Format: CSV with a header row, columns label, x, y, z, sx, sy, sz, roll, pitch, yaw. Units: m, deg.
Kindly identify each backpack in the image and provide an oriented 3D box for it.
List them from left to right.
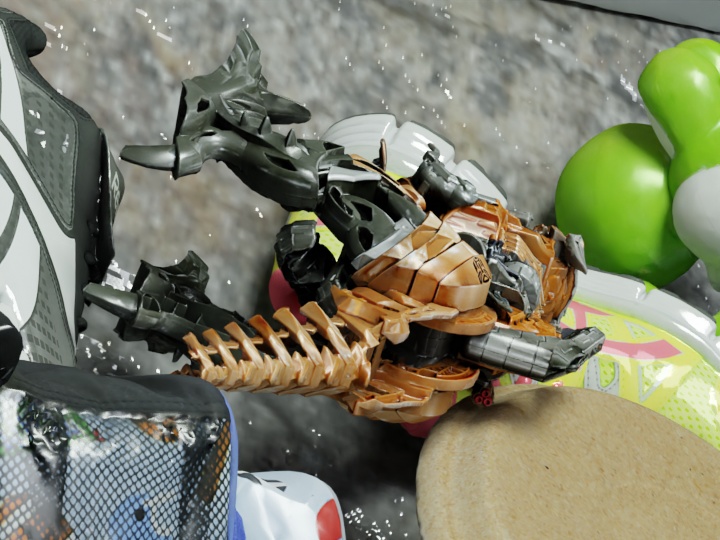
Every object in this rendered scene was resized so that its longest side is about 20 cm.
label,x,y,z,sx,sy,sz,roll,pitch,yaw
backpack,-0.093,0.126,0.713,0.153,0.200,0.192,13,72,-24

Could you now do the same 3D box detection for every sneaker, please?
label,x,y,z,sx,sy,sz,roll,pitch,yaw
sneaker,-0.105,-0.007,0.870,0.090,0.067,0.201,-3,60,-35
sneaker,0.051,0.037,0.953,0.199,0.078,0.090,33,45,3

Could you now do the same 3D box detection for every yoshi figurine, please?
label,x,y,z,sx,sy,sz,roll,pitch,yaw
yoshi figurine,0.136,0.019,1.031,0.111,0.112,0.201,-23,89,-2

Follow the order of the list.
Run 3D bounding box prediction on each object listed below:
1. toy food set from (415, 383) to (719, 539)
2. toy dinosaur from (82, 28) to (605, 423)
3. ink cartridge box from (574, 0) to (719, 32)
label,x,y,z,sx,sy,sz,roll,pitch,yaw
toy food set,0.093,0.117,0.847,0.197,0.049,0.201,25,33,-29
toy dinosaur,0.000,0.000,0.832,0.135,0.103,0.200,25,-1,19
ink cartridge box,0.104,-0.211,1.154,0.145,0.083,0.201,7,56,-33
